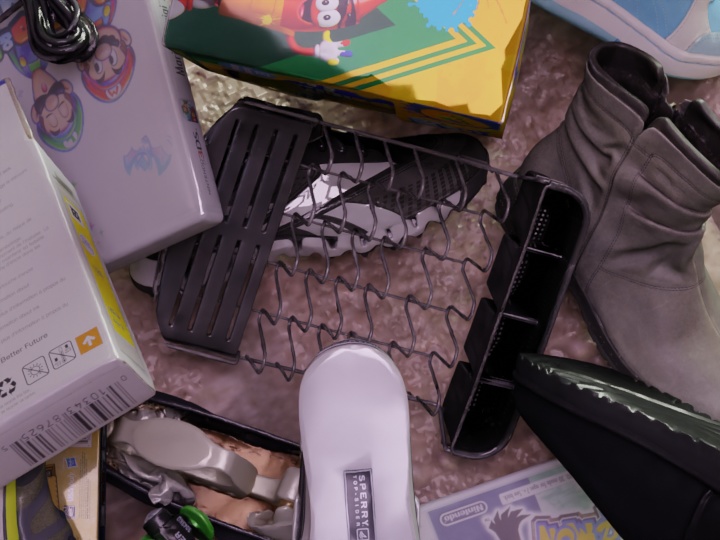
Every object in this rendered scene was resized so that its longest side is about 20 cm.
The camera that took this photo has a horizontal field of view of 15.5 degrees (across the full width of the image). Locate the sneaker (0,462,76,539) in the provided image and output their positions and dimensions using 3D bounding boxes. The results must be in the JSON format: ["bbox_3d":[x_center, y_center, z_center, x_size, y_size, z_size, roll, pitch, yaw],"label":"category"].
[{"bbox_3d":[-0.143,0.163,1.253,0.081,0.074,0.200,-5,79,-23],"label":"sneaker"}]

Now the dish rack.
[{"bbox_3d":[0.000,0.000,1.341,0.200,0.055,0.154,15,105,-15],"label":"dish rack"}]

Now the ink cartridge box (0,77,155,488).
[{"bbox_3d":[-0.214,0.032,1.265,0.197,0.047,0.200,-32,46,7],"label":"ink cartridge box"}]

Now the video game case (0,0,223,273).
[{"bbox_3d":[-0.173,-0.076,1.358,0.200,0.024,0.182,-23,74,28],"label":"video game case"}]

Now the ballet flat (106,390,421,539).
[{"bbox_3d":[-0.055,0.110,1.348,0.200,0.073,0.073,22,75,2],"label":"ballet flat"}]

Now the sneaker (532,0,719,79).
[{"bbox_3d":[0.167,-0.177,1.366,0.131,0.200,0.080,-45,51,26],"label":"sneaker"}]

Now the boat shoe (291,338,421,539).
[{"bbox_3d":[-0.003,0.133,1.291,0.072,0.068,0.200,-3,91,2],"label":"boat shoe"}]

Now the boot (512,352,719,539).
[{"bbox_3d":[0.128,0.146,1.286,0.200,0.076,0.168,28,103,40],"label":"boot"}]

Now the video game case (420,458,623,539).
[{"bbox_3d":[0.127,0.182,1.342,0.200,0.023,0.183,-17,76,-20],"label":"video game case"}]

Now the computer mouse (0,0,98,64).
[{"bbox_3d":[-0.227,-0.103,1.355,0.200,0.044,0.110,-37,69,24],"label":"computer mouse"}]

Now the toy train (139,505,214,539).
[{"bbox_3d":[-0.044,0.201,1.320,0.200,0.056,0.042,49,55,2],"label":"toy train"}]

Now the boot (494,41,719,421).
[{"bbox_3d":[0.162,-0.013,1.353,0.200,0.131,0.068,47,48,9],"label":"boot"}]

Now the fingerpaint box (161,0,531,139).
[{"bbox_3d":[-0.001,-0.118,1.318,0.167,0.200,0.074,13,92,2],"label":"fingerpaint box"}]

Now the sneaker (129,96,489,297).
[{"bbox_3d":[-0.031,-0.052,1.377,0.200,0.066,0.091,-14,119,-6],"label":"sneaker"}]

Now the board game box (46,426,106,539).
[{"bbox_3d":[-0.194,0.164,1.297,0.135,0.035,0.200,1,81,-1],"label":"board game box"}]
